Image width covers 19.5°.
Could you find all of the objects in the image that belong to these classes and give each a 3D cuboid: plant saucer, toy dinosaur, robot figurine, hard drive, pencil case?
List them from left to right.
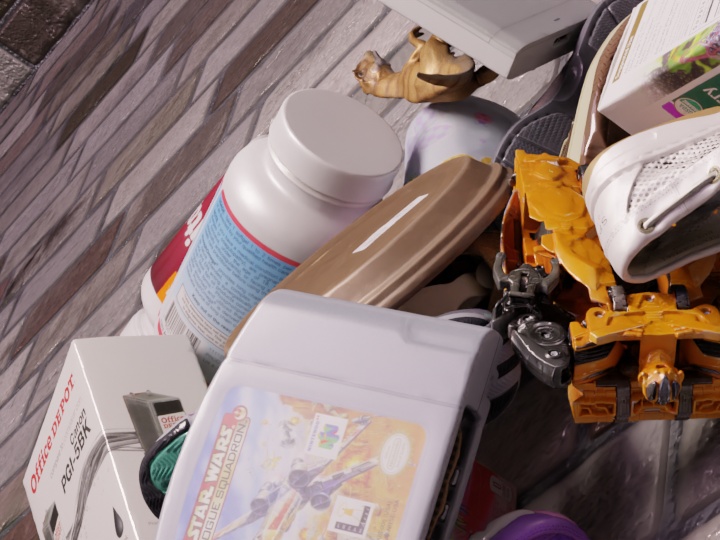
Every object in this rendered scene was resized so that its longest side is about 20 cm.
[{"bbox_3d":[0.000,0.000,1.137,0.200,0.030,0.200,-37,8,6],"label":"plant saucer"},{"bbox_3d":[0.042,-0.188,1.293,0.132,0.199,0.026,-29,-33,-55],"label":"hard drive"},{"bbox_3d":[0.057,-0.122,1.299,0.106,0.061,0.200,-35,12,-14],"label":"toy dinosaur"},{"bbox_3d":[0.058,-0.023,1.290,0.201,0.083,0.091,-80,12,-53],"label":"pencil case"},{"bbox_3d":[0.130,0.006,1.001,0.200,0.144,0.059,-92,1,-56],"label":"robot figurine"}]

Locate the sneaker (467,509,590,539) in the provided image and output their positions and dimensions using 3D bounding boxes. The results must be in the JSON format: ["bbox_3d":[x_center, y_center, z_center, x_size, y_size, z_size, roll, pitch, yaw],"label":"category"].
[{"bbox_3d":[0.061,0.202,0.903,0.088,0.080,0.201,0,64,64],"label":"sneaker"}]

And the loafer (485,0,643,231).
[{"bbox_3d":[0.126,-0.077,1.253,0.201,0.072,0.063,-58,-2,-27],"label":"loafer"}]

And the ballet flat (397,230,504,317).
[{"bbox_3d":[0.010,0.049,1.115,0.200,0.068,0.072,-37,-15,16],"label":"ballet flat"}]

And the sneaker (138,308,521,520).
[{"bbox_3d":[-0.010,0.074,1.034,0.199,0.075,0.088,-21,6,12],"label":"sneaker"}]

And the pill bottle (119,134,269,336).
[{"bbox_3d":[-0.094,0.004,1.597,0.200,0.113,0.113,-50,18,20],"label":"pill bottle"}]

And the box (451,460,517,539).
[{"bbox_3d":[0.006,0.175,1.041,0.095,0.102,0.201,-44,22,33],"label":"box"}]

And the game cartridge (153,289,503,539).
[{"bbox_3d":[-0.024,0.109,0.941,0.132,0.042,0.201,11,74,23],"label":"game cartridge"}]

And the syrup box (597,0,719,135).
[{"bbox_3d":[0.214,-0.122,1.051,0.200,0.079,0.082,-31,30,54],"label":"syrup box"}]

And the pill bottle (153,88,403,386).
[{"bbox_3d":[-0.049,-0.012,1.328,0.109,0.108,0.201,-81,16,-53],"label":"pill bottle"}]

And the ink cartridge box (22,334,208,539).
[{"bbox_3d":[-0.133,0.160,1.279,0.201,0.082,0.147,65,144,38],"label":"ink cartridge box"}]

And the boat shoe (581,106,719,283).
[{"bbox_3d":[0.199,-0.047,0.935,0.199,0.071,0.070,-25,48,16],"label":"boat shoe"}]

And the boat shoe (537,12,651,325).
[{"bbox_3d":[0.136,-0.060,1.164,0.075,0.074,0.203,-38,24,59],"label":"boat shoe"}]
